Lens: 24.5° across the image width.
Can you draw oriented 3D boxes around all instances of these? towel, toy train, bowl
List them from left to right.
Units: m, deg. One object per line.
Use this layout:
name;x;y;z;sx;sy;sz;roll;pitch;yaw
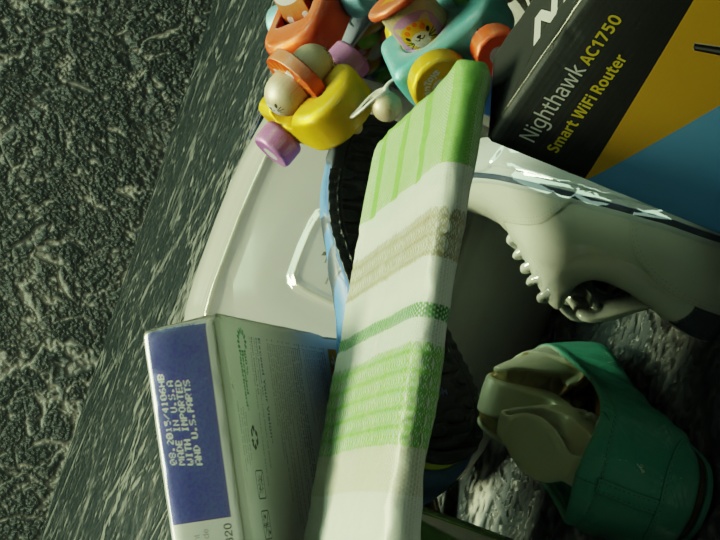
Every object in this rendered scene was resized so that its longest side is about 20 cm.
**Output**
bowl;0.000;0.000;0.907;0.201;0.199;0.075;-67;-23;4
toy train;0.004;-0.131;0.831;0.199;0.056;0.151;-10;46;43
towel;0.017;0.031;0.655;0.149;0.030;0.202;152;130;-76

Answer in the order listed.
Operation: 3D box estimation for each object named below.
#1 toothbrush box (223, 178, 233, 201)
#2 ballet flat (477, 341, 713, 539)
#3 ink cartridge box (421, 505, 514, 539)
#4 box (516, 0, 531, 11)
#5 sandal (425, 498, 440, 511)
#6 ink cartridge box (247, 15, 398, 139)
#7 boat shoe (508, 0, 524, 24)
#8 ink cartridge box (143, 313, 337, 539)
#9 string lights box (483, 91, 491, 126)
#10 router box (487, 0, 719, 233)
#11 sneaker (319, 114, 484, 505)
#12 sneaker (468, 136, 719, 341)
toothbrush box;-0.015;-0.002;1.084;0.200;0.145;0.087;-171;101;-75
ballet flat;0.091;0.066;0.743;0.200;0.070;0.068;-134;64;-75
ink cartridge box;0.059;0.144;0.687;0.200;0.103;0.060;-178;108;-75
box;0.159;-0.188;0.696;0.200;0.049;0.160;-41;16;-7
sandal;0.008;0.131;0.936;0.200;0.081;0.055;-139;55;-72
ink cartridge box;0.018;-0.148;1.000;0.119;0.042;0.200;-22;-24;-44
boat shoe;0.104;-0.148;0.870;0.071;0.069;0.201;-84;-5;-55
ink cartridge box;-0.034;0.126;0.758;0.200;0.043;0.198;23;-123;-75
string lights box;0.116;-0.172;0.997;0.200;0.059;0.103;130;158;-54
router box;0.153;-0.099;0.573;0.051;0.148;0.200;-83;18;-44
sneaker;0.009;0.020;0.826;0.079;0.065;0.202;125;140;-56
sneaker;0.096;-0.015;0.758;0.200;0.073;0.071;17;88;59
